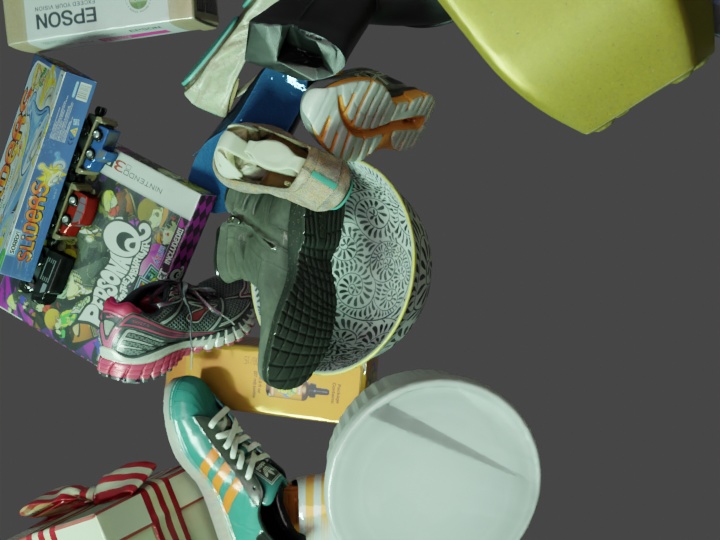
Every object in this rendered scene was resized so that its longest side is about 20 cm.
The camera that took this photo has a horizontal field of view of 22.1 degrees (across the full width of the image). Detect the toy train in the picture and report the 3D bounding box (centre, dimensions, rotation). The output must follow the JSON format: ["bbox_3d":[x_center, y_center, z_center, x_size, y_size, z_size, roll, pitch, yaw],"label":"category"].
[{"bbox_3d":[-0.276,-0.060,1.777,0.046,0.034,0.201,24,98,24],"label":"toy train"}]

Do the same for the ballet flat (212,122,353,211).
[{"bbox_3d":[-0.086,-0.102,1.642,0.199,0.067,0.068,15,81,49],"label":"ballet flat"}]

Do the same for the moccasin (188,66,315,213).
[{"bbox_3d":[-0.090,-0.131,1.754,0.080,0.068,0.200,41,125,-4],"label":"moccasin"}]

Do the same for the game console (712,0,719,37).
[{"bbox_3d":[0.372,-0.292,1.614,0.118,0.171,0.201,17,98,-14],"label":"game console"}]

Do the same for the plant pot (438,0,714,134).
[{"bbox_3d":[0.204,-0.236,1.612,0.194,0.195,0.201,-31,92,24],"label":"plant pot"}]

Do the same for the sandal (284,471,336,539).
[{"bbox_3d":[-0.060,0.237,1.773,0.205,0.059,0.080,-6,92,14],"label":"sandal"}]

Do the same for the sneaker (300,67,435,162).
[{"bbox_3d":[-0.008,-0.148,1.676,0.077,0.200,0.079,33,104,22],"label":"sneaker"}]

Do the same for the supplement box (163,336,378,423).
[{"bbox_3d":[-0.084,0.102,1.770,0.199,0.069,0.067,7,96,15],"label":"supplement box"}]

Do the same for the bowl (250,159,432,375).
[{"bbox_3d":[0.000,0.000,1.714,0.200,0.094,0.202,-7,80,39],"label":"bowl"}]

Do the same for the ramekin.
[{"bbox_3d":[0.059,0.183,1.693,0.201,0.094,0.204,-2,104,-9],"label":"ramekin"}]

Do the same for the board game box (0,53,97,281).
[{"bbox_3d":[-0.316,-0.102,1.784,0.034,0.135,0.201,17,96,-25],"label":"board game box"}]

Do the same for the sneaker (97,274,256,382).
[{"bbox_3d":[-0.164,0.039,1.721,0.080,0.200,0.075,13,114,30],"label":"sneaker"}]

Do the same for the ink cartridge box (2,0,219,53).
[{"bbox_3d":[-0.247,-0.306,1.786,0.199,0.075,0.166,-6,90,14],"label":"ink cartridge box"}]

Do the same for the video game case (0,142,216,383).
[{"bbox_3d":[-0.251,-0.019,1.800,0.181,0.036,0.201,28,100,26],"label":"video game case"}]

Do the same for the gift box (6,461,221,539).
[{"bbox_3d":[-0.222,0.282,1.755,0.184,0.200,0.188,-21,92,32],"label":"gift box"}]

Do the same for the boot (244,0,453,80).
[{"bbox_3d":[0.002,-0.227,1.659,0.164,0.200,0.066,2,112,18],"label":"boot"}]

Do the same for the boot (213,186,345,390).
[{"bbox_3d":[-0.084,0.008,1.692,0.130,0.067,0.201,2,78,46],"label":"boot"}]

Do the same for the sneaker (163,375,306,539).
[{"bbox_3d":[-0.112,0.183,1.722,0.080,0.071,0.201,-17,104,31],"label":"sneaker"}]

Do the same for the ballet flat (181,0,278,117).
[{"bbox_3d":[-0.094,-0.233,1.764,0.062,0.068,0.200,36,108,-10],"label":"ballet flat"}]
